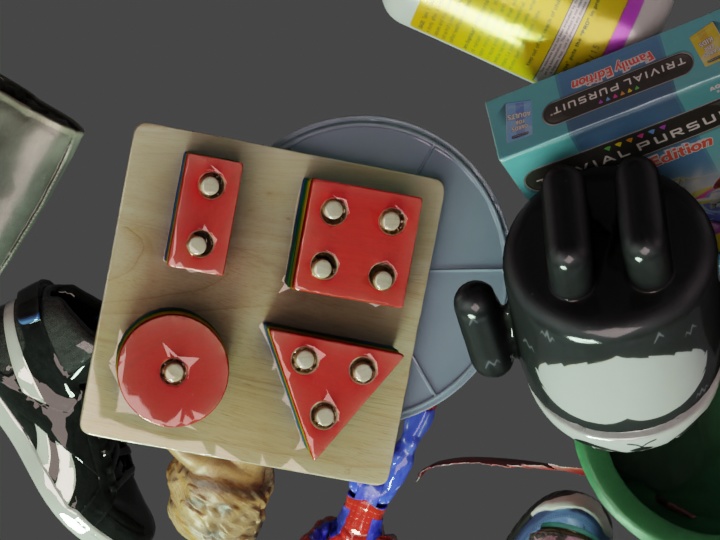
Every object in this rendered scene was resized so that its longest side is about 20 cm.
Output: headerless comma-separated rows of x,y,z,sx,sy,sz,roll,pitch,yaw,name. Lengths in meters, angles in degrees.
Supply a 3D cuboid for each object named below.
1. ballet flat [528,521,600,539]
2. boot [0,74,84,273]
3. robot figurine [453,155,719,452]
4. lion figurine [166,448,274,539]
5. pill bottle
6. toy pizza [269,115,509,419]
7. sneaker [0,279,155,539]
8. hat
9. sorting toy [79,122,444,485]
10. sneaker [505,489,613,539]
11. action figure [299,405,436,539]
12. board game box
0.164,0.217,1.326,0.069,0.200,0.071,6,76,36,ballet flat
-0.287,-0.042,1.350,0.181,0.073,0.201,26,107,19,boot
0.148,0.022,1.174,0.150,0.125,0.200,29,155,28,robot figurine
-0.071,0.098,1.369,0.122,0.073,0.200,39,102,-18,lion figurine
0.084,-0.179,1.222,0.200,0.104,0.104,24,113,-1,pill bottle
0.000,0.000,1.319,0.199,0.032,0.201,-1,94,-8,toy pizza
-0.179,0.098,1.386,0.112,0.073,0.200,-32,102,20,sneaker
0.183,0.114,1.359,0.200,0.176,0.166,34,70,-6,hat
-0.059,0.024,1.262,0.199,0.070,0.199,11,93,-9,sorting toy
0.113,0.240,1.394,0.076,0.077,0.200,27,111,0,sneaker
0.002,0.149,1.367,0.065,0.099,0.200,21,115,9,action figure
0.183,-0.059,1.223,0.151,0.047,0.200,-21,145,16,board game box
